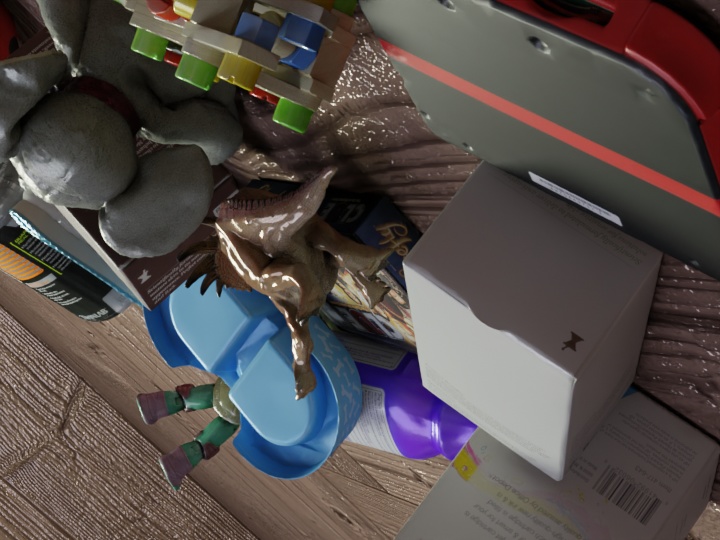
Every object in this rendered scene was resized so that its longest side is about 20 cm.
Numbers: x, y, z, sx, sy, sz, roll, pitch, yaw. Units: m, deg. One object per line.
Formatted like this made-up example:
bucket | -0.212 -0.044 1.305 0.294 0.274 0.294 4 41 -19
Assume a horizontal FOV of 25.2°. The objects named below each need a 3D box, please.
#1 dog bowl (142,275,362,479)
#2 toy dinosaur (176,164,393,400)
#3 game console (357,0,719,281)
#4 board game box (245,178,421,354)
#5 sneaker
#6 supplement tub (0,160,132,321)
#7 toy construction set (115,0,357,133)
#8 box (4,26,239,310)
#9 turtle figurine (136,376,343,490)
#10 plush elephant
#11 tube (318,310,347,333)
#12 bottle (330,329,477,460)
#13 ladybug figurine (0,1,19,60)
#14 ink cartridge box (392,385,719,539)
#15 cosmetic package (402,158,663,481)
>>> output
dog bowl | -0.076 0.058 1.183 0.200 0.049 0.112 49 124 16
toy dinosaur | -0.056 -0.014 0.983 0.135 0.086 0.200 42 162 19
game console | 0.083 -0.077 0.694 0.199 0.031 0.177 31 168 33
board game box | 0.000 0.000 1.108 0.136 0.035 0.200 47 164 -24
sneaker | -0.176 -0.022 1.269 0.200 0.081 0.076 38 172 -38
supplement tub | -0.284 -0.049 1.441 0.200 0.123 0.122 36 170 -36
toy construction set | -0.081 -0.136 0.794 0.200 0.093 0.131 41 -168 29
box | -0.176 -0.080 1.127 0.200 0.100 0.075 45 170 28
turtle figurine | -0.107 0.124 1.545 0.101 0.198 0.150 76 171 -55
plush elephant | -0.154 -0.095 0.968 0.165 0.155 0.200 44 166 -15
tube | -0.011 0.055 1.281 0.058 0.052 0.201 -25 115 27
bottle | 0.033 0.097 1.193 0.199 0.065 0.084 11 137 33
ladybug figurine | -0.318 -0.155 1.288 0.137 0.071 0.200 68 151 23
ink cartridge box | 0.112 0.169 0.997 0.128 0.200 0.125 34 165 21
cosmetic package | 0.091 0.031 0.870 0.107 0.085 0.200 35 164 16
